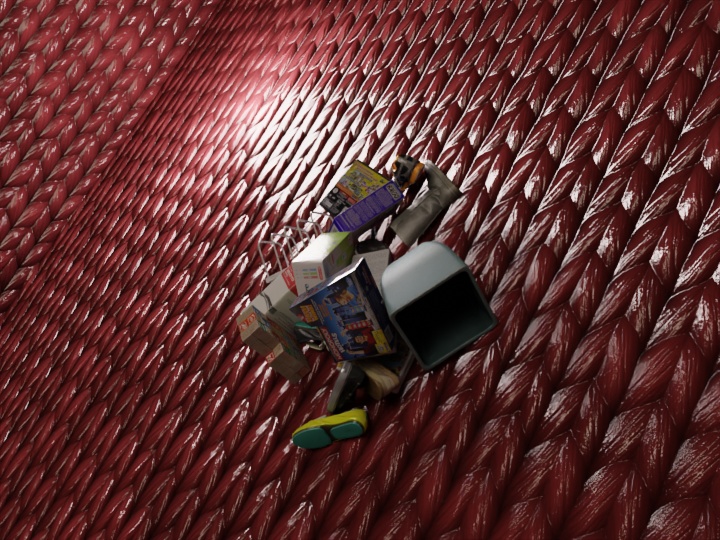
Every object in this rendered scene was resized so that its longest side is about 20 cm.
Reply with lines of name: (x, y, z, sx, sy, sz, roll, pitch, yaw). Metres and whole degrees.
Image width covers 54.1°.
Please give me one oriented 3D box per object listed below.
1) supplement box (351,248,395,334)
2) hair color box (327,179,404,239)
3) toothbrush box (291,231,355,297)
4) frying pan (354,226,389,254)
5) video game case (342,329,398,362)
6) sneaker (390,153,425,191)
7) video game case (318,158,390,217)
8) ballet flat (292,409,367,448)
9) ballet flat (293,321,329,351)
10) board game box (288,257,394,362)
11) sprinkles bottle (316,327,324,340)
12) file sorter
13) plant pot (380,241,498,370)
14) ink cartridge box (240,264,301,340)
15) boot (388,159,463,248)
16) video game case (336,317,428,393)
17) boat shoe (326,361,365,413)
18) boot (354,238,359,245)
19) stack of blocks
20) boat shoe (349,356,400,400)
supplement box: (0.029, 0.057, 1.654, 0.101, 0.102, 0.202, -11, 39, 16)
hair color box: (0.014, -0.145, 1.844, 0.198, 0.109, 0.065, -33, 82, -21)
toothbrush box: (-0.078, 0.010, 1.678, 0.084, 0.149, 0.200, -2, 21, 22)
frying pan: (0.045, -0.067, 1.856, 0.113, 0.031, 0.191, 20, 43, 16)
video game case: (0.023, 0.134, 1.674, 0.140, 0.018, 0.202, -12, 33, 16)
sneaker: (0.115, -0.270, 1.881, 0.079, 0.076, 0.200, -60, 6, -8)
video game case: (-0.015, -0.221, 2.046, 0.181, 0.025, 0.200, -49, 40, 0)
ballet flat: (-0.067, 0.362, 1.632, 0.197, 0.067, 0.067, -19, 27, 26)
ballet flat: (-0.088, 0.168, 1.790, 0.197, 0.073, 0.074, 0, 59, 37)
board game box: (-0.045, 0.093, 1.527, 0.197, 0.203, 0.062, -13, 22, 29)
sprinkles bottle: (-0.089, 0.110, 1.733, 0.068, 0.068, 0.200, -46, 23, 1)
file sorter: (-0.164, -0.060, 1.934, 0.197, 0.138, 0.127, -26, 78, 24)
plant pot: (0.154, 0.051, 1.563, 0.194, 0.197, 0.201, -32, 37, 4)
ink cartridge box: (-0.196, 0.104, 1.865, 0.200, 0.144, 0.084, -43, 41, 5)
boot: (0.155, -0.176, 1.844, 0.200, 0.072, 0.183, -46, 39, 13)
video game case: (0.052, 0.183, 1.687, 0.198, 0.023, 0.184, 13, 69, 44)
boat shoe: (-0.035, 0.277, 1.606, 0.056, 0.201, 0.069, 20, 53, 0)
boot: (0.000, 0.000, 1.843, 0.152, 0.074, 0.203, 4, 62, 34)
stack of blocks: (-0.219, 0.189, 1.780, 0.058, 0.200, 0.116, -39, 41, 7)
boat shoe: (0.021, 0.235, 1.617, 0.064, 0.073, 0.199, -21, 27, -23)
